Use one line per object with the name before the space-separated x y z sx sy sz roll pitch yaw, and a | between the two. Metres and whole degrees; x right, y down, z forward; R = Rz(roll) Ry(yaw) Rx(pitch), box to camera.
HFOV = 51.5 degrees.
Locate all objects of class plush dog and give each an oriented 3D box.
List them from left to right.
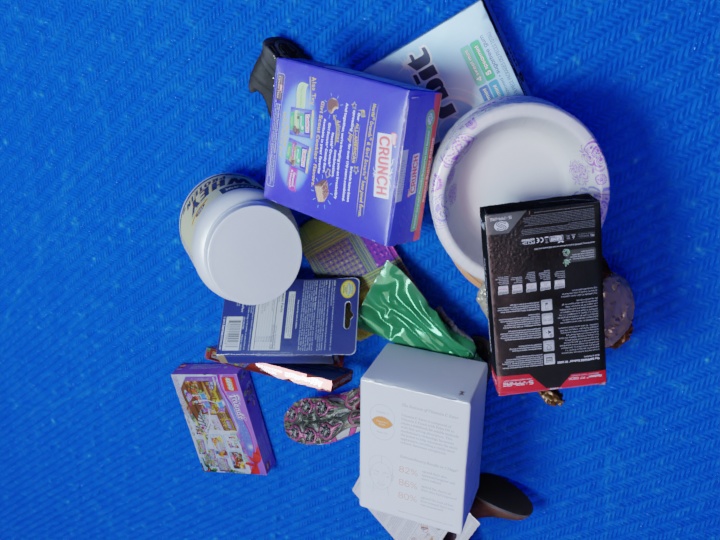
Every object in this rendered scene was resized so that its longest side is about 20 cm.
plush dog | 0.262 0.065 0.927 0.170 0.161 0.201 -34 129 2

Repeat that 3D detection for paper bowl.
paper bowl | 0.174 -0.094 0.851 0.194 0.105 0.206 0 110 1

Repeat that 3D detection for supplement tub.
supplement tub | -0.161 -0.044 0.998 0.141 0.200 0.149 -6 107 -20

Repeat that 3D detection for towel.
towel | 0.000 0.000 1.079 0.142 0.023 0.203 -26 102 31

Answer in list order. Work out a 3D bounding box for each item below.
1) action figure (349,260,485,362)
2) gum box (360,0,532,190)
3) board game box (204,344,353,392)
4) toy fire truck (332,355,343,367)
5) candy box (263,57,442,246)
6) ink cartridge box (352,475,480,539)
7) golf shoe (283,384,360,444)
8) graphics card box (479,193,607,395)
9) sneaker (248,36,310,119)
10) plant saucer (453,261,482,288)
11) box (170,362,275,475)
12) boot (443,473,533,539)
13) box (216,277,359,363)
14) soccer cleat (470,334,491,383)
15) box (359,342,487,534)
action figure | 0.093 0.086 1.036 0.198 0.055 0.120 36 121 8
gum box | 0.104 -0.206 0.924 0.197 0.045 0.172 -23 105 28
board game box | -0.116 0.137 1.087 0.195 0.103 0.020 12 96 16
toy fire truck | -0.101 0.079 1.141 0.137 0.049 0.205 4 115 19
candy box | -0.014 -0.141 0.863 0.197 0.076 0.174 24 115 34
ink cartridge box | 0.089 0.356 1.160 0.199 0.050 0.163 42 125 23
golf shoe | -0.026 0.225 1.155 0.196 0.092 0.075 -17 73 24
graphics card box | 0.197 0.027 0.806 0.122 0.051 0.206 -7 106 5
sneaker | -0.069 -0.209 0.985 0.201 0.076 0.091 50 129 4
plant saucer | 0.201 -0.052 0.967 0.195 0.032 0.206 9 116 17
box | -0.235 0.256 1.286 0.133 0.039 0.205 -3 113 24
boot | 0.177 0.418 1.183 0.183 0.064 0.206 15 117 30
box | -0.098 0.070 1.051 0.194 0.124 0.033 -1 149 7
soccer cleat | 0.151 0.186 1.090 0.067 0.073 0.205 20 104 25
box | 0.084 0.223 1.007 0.148 0.106 0.206 10 114 20
